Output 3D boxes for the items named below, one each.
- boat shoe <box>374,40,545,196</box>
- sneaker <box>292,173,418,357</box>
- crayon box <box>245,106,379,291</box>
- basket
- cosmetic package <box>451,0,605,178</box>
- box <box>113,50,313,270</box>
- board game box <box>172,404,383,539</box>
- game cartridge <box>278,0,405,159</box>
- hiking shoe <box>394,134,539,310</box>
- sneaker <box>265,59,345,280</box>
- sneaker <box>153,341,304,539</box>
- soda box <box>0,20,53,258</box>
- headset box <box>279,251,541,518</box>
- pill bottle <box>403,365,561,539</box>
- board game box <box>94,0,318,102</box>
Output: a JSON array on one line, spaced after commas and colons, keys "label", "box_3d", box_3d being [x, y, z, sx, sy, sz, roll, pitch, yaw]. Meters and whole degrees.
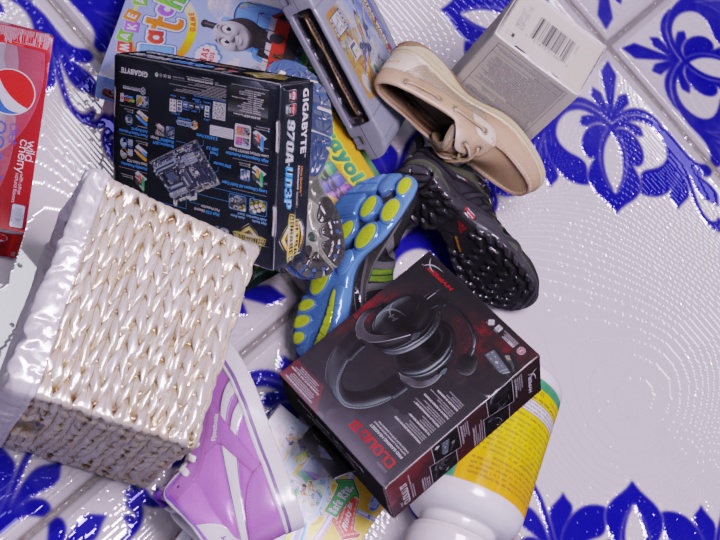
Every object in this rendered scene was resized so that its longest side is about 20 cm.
[{"label": "boat shoe", "box_3d": [0.095, -0.134, 1.301, 0.200, 0.071, 0.065, 40, 56, -10]}, {"label": "sneaker", "box_3d": [0.000, 0.000, 1.256, 0.083, 0.070, 0.201, 28, 83, -56]}, {"label": "crayon box", "box_3d": [-0.061, -0.082, 1.291, 0.199, 0.052, 0.126, -30, 84, -28]}, {"label": "basket", "box_3d": [-0.205, 0.059, 1.102, 0.160, 0.198, 0.201, 23, 64, -14]}, {"label": "cosmetic package", "box_3d": [0.144, -0.182, 1.324, 0.103, 0.200, 0.073, 36, 63, -7]}, {"label": "box", "box_3d": [-0.133, -0.100, 1.159, 0.046, 0.199, 0.160, -18, 116, -51]}, {"label": "board game box", "box_3d": [-0.082, 0.238, 1.175, 0.134, 0.034, 0.200, 40, 62, -3]}, {"label": "game cartridge", "box_3d": [-0.010, -0.224, 1.308, 0.201, 0.041, 0.133, 60, 34, -22]}, {"label": "hiking shoe", "box_3d": [0.117, -0.050, 1.333, 0.200, 0.076, 0.101, 48, 37, -18]}, {"label": "sneaker", "box_3d": [-0.072, -0.089, 1.206, 0.077, 0.085, 0.201, -2, 85, -29]}, {"label": "sneaker", "box_3d": [-0.133, 0.148, 1.144, 0.114, 0.073, 0.201, -19, 56, -7]}, {"label": "soda box", "box_3d": [-0.321, -0.118, 1.191, 0.063, 0.070, 0.201, 10, 68, -17]}, {"label": "headset box", "box_3d": [0.038, 0.105, 1.173, 0.200, 0.077, 0.149, -37, 61, -14]}, {"label": "pill bottle", "box_3d": [0.108, 0.182, 1.226, 0.112, 0.113, 0.201, 27, 64, -10]}, {"label": "board game box", "box_3d": [-0.139, -0.204, 1.281, 0.199, 0.037, 0.152, 14, 54, -5]}]
